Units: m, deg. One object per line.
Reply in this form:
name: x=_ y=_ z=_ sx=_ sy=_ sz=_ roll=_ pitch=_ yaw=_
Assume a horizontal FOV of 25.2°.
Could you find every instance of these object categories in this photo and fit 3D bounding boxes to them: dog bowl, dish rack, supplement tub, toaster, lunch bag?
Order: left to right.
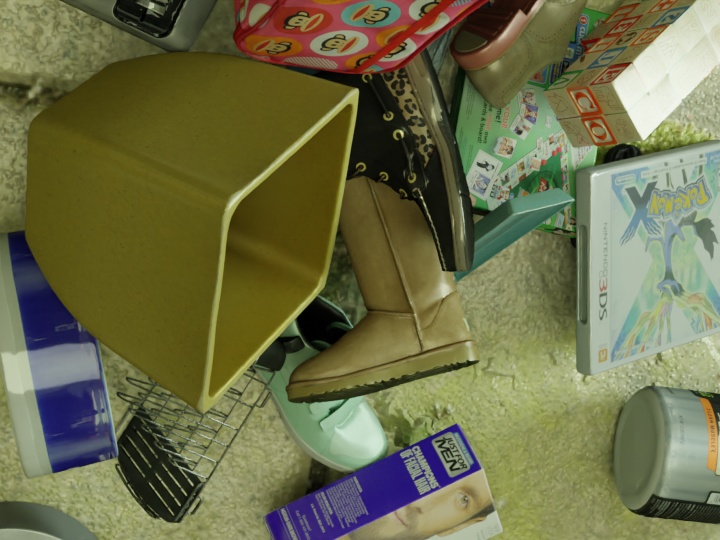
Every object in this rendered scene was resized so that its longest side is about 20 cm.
dog bowl: x=-0.256 y=0.065 z=1.330 sx=0.078 sy=0.200 sz=0.202 roll=-10 pitch=105 yaw=-11
toaster: x=-0.206 y=-0.269 z=1.274 sx=0.180 sy=0.200 sz=0.119 roll=24 pitch=101 yaw=-24
dish rack: x=-0.152 y=0.109 z=1.392 sx=0.054 sy=0.153 sz=0.201 roll=27 pitch=99 yaw=-40
lunch bag: x=0.013 y=-0.214 z=1.183 sx=0.175 sy=0.200 sz=0.083 roll=5 pitch=70 yaw=-29
supplement tub: x=0.349 y=0.179 z=1.519 sx=0.198 sy=0.123 sz=0.124 roll=8 pitch=102 yaw=-14

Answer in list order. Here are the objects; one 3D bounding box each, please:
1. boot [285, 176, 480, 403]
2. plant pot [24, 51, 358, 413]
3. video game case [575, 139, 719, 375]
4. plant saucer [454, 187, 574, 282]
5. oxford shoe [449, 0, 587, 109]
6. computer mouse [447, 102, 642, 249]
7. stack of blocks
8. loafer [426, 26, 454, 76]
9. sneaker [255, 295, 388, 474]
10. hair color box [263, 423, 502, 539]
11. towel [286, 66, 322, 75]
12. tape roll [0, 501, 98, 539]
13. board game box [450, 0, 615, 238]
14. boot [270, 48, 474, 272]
boot: x=0.000 y=0.000 z=1.352 sx=0.174 sy=0.066 sz=0.202 roll=-13 pitch=78 yaw=-13
plant pot: x=-0.142 y=-0.053 z=1.221 sx=0.199 sy=0.194 sz=0.197 roll=24 pitch=130 yaw=17
video game case: x=0.268 y=-0.015 z=1.460 sx=0.199 sy=0.022 sz=0.184 roll=-14 pitch=108 yaw=-39
plant saucer: x=0.103 y=-0.024 z=1.391 sx=0.069 sy=0.200 sz=0.019 roll=-15 pitch=78 yaw=-32
oxford shoe: x=0.159 y=-0.222 z=1.390 sx=0.200 sy=0.070 sz=0.075 roll=-43 pitch=123 yaw=-17
computer mouse: x=0.151 y=-0.094 z=1.451 sx=0.199 sy=0.044 sz=0.111 roll=22 pitch=81 yaw=-13
stack of blocks: x=0.246 y=-0.186 z=1.375 sx=0.200 sy=0.115 sz=0.059 roll=-43 pitch=111 yaw=-27
loafer: x=0.050 y=-0.252 z=1.360 sx=0.072 sy=0.073 sz=0.202 roll=20 pitch=75 yaw=-17
sneaker: x=-0.024 y=0.103 z=1.421 sx=0.201 sy=0.118 sz=0.074 roll=51 pitch=59 yaw=-17
hair color box: x=0.023 y=0.232 z=1.476 sx=0.199 sy=0.065 sz=0.110 roll=-26 pitch=137 yaw=-5
towel: x=-0.026 y=-0.138 z=1.406 sx=0.111 sy=0.049 sz=0.201 roll=34 pitch=95 yaw=-16
tape roll: x=-0.314 y=0.313 z=1.449 sx=0.198 sy=0.066 sz=0.202 roll=-3 pitch=103 yaw=-11
board game box: x=0.147 y=-0.141 z=1.417 sx=0.133 sy=0.029 sz=0.202 roll=13 pitch=81 yaw=-15
boot: x=0.005 y=-0.082 z=1.306 sx=0.149 sy=0.073 sz=0.202 roll=-15 pitch=90 yaw=8
